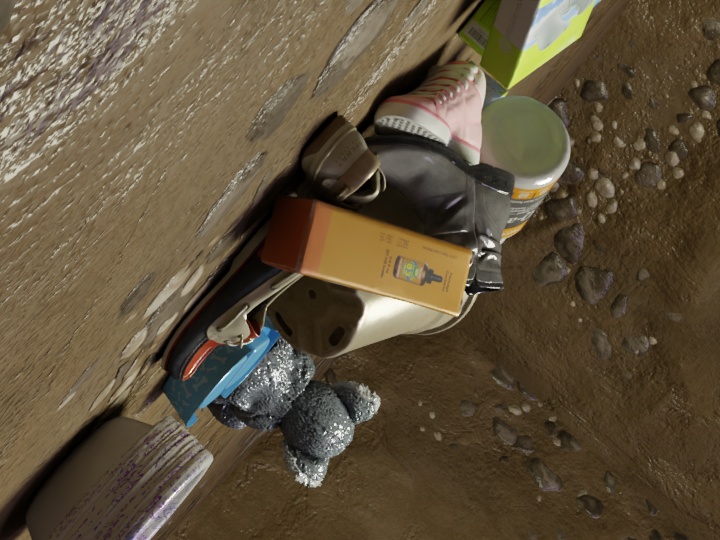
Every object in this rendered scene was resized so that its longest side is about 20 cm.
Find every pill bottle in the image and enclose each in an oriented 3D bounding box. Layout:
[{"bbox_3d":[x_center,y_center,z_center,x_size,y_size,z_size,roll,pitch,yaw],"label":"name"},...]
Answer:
[{"bbox_3d":[0.160,-0.106,1.534,0.116,0.116,0.200,-46,172,-27],"label":"pill bottle"}]

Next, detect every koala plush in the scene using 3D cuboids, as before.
[{"bbox_3d":[-0.089,0.173,1.730,0.178,0.200,0.184,-47,175,-6],"label":"koala plush"}]

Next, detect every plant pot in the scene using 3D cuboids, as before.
[{"bbox_3d":[0.000,0.000,1.385,0.183,0.201,0.201,-26,160,-49],"label":"plant pot"}]

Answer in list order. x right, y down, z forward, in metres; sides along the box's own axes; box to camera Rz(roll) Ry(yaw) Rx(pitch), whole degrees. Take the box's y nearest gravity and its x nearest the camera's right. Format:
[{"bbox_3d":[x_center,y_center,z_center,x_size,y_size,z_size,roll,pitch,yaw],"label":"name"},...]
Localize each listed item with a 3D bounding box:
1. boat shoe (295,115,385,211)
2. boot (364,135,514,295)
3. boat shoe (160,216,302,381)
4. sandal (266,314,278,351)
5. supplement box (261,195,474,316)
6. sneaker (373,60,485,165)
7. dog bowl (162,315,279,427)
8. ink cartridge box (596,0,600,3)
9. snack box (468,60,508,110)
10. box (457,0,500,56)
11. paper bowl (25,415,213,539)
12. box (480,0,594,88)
[{"bbox_3d":[-0.013,-0.083,1.205,0.072,0.065,0.200,-48,175,-8],"label":"boat shoe"},{"bbox_3d":[0.072,-0.052,1.312,0.070,0.198,0.134,-14,-116,62],"label":"boot"},{"bbox_3d":[-0.114,0.036,1.244,0.200,0.062,0.071,-49,177,15],"label":"boat shoe"},{"bbox_3d":[-0.140,0.099,1.611,0.200,0.045,0.075,-48,175,-19],"label":"sandal"},{"bbox_3d":[0.010,-0.012,1.204,0.068,0.198,0.068,11,-94,54],"label":"supplement box"},{"bbox_3d":[0.074,-0.173,1.340,0.200,0.074,0.106,19,79,-63],"label":"sneaker"},{"bbox_3d":[-0.154,0.101,1.471,0.112,0.049,0.200,-51,174,22],"label":"dog bowl"},{"bbox_3d":[0.312,-0.410,1.608,0.115,0.068,0.200,-46,174,-36],"label":"ink cartridge box"},{"bbox_3d":[0.077,-0.143,1.557,0.169,0.067,0.200,-54,175,35],"label":"snack box"},{"bbox_3d":[0.172,-0.282,1.442,0.122,0.048,0.200,-50,174,11],"label":"box"},{"bbox_3d":[-0.243,0.223,1.275,0.201,0.104,0.201,-49,175,-6],"label":"paper bowl"},{"bbox_3d":[0.187,-0.278,1.252,0.121,0.048,0.201,-37,160,-28],"label":"box"}]
